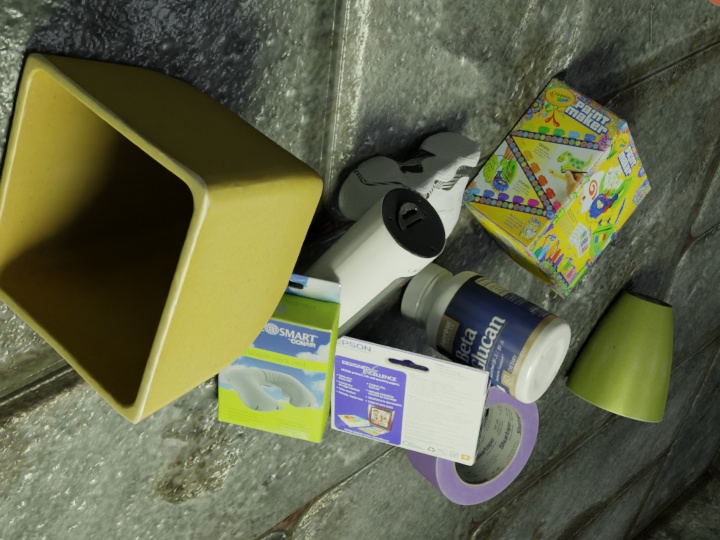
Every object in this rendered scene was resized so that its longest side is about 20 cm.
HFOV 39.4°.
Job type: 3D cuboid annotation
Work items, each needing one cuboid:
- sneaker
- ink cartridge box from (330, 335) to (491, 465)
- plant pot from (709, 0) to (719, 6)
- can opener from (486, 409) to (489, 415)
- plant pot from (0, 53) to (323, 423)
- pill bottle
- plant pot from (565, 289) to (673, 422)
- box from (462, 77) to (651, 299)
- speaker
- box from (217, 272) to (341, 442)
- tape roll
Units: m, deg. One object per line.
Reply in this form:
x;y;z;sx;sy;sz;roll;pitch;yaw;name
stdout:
0.052;-0.070;1.104;0.199;0.075;0.116;-29;141;-37;sneaker
0.060;0.149;1.241;0.202;0.195;0.044;92;16;-48;ink cartridge box
0.477;-0.424;1.198;0.199;0.200;0.178;-36;158;-22;plant pot
0.204;0.213;1.632;0.198;0.080;0.063;-23;175;-32;can opener
-0.140;-0.039;0.783;0.199;0.195;0.197;-16;136;-52;plant pot
0.151;0.070;1.251;0.111;0.198;0.112;-39;145;-35;pill bottle
0.495;0.146;1.846;0.186;0.185;0.203;3;106;-53;plant pot
0.258;-0.100;1.299;0.193;0.122;0.200;-50;149;0;box
0.000;0.000;1.030;0.080;0.082;0.200;-15;161;-44;speaker
-0.086;0.089;1.049;0.048;0.120;0.202;-74;173;-48;box
0.169;0.245;1.521;0.197;0.085;0.204;-14;117;-29;tape roll
